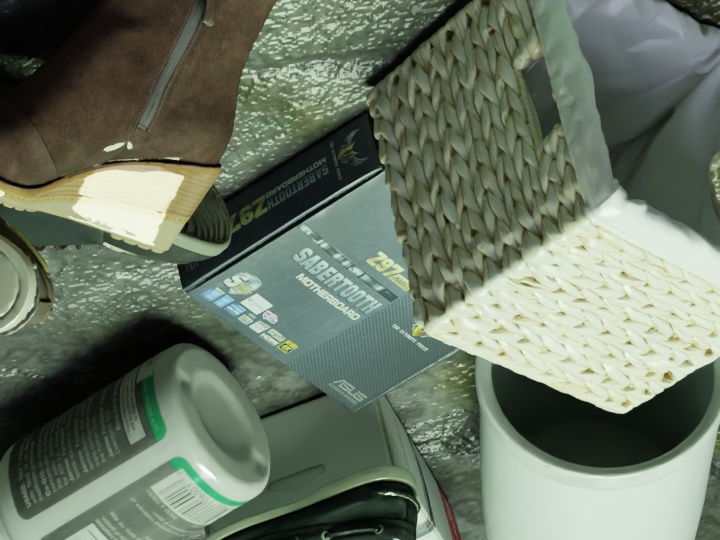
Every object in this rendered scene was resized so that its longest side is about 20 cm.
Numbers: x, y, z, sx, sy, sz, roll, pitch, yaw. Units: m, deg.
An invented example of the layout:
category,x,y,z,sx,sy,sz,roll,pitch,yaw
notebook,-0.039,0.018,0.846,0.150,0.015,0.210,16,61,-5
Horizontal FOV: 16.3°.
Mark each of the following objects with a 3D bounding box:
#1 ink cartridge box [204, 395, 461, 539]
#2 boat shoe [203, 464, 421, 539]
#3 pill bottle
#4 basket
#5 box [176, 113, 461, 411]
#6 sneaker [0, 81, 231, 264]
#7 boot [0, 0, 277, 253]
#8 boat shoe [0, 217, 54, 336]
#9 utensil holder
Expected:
category,x,y,z,sx,sy,sz,roll,pitch,yaw
ink cartridge box,-0.018,0.180,1.803,0.143,0.084,0.200,-20,143,7
boat shoe,-0.045,0.203,1.699,0.198,0.066,0.075,-25,141,13
pill bottle,-0.169,0.143,1.663,0.199,0.114,0.113,-31,141,20
basket,0.134,-0.050,1.471,0.199,0.199,0.161,21,134,-40
box,0.000,0.000,1.604,0.157,0.051,0.200,-31,140,18
sneaker,-0.180,-0.040,1.478,0.199,0.075,0.106,24,133,-28
boot,-0.152,-0.112,1.365,0.199,0.072,0.167,18,96,-33
boat shoe,-0.254,-0.032,1.386,0.072,0.199,0.059,-57,166,4
utensil holder,0.161,0.118,1.723,0.168,0.171,0.201,-11,146,-6
